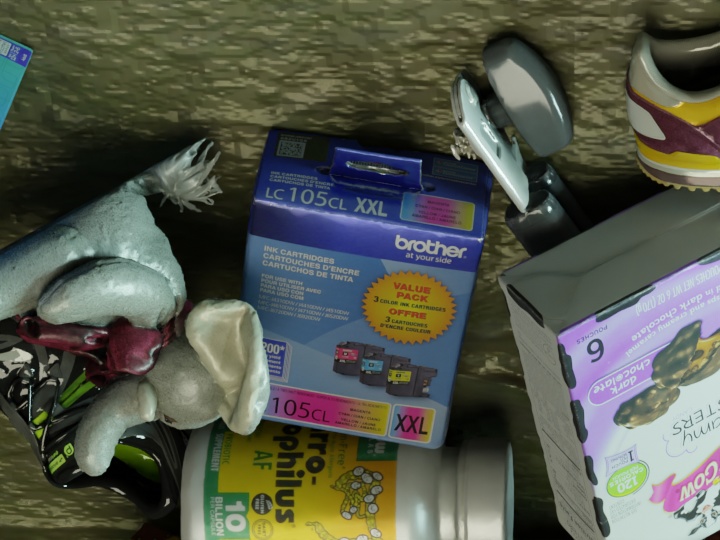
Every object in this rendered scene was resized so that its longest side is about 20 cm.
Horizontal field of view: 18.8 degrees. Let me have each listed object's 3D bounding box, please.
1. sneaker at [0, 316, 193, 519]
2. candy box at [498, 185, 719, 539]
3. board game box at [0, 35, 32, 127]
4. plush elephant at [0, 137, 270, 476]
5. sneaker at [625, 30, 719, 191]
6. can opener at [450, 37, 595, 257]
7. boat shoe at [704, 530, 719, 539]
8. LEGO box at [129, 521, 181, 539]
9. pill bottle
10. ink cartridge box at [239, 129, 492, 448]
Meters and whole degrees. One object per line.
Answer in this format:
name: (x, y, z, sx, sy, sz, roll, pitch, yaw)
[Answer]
sneaker: (-0.184, 0.087, 1.362, 0.199, 0.083, 0.071, 35, 125, -19)
candy box: (0.183, 0.058, 1.245, 0.167, 0.072, 0.201, -27, 128, -13)
board game box: (-0.248, -0.022, 1.206, 0.045, 0.200, 0.152, 24, 128, -11)
plush elephant: (-0.135, 0.039, 1.239, 0.200, 0.165, 0.155, -31, 97, -15)
sneaker: (0.241, -0.094, 1.159, 0.199, 0.075, 0.090, -5, 133, 11)
can opener: (0.111, -0.039, 1.236, 0.066, 0.053, 0.200, -21, 124, 22)
boat shoe: (0.288, 0.147, 1.326, 0.063, 0.071, 0.200, 53, 140, -9)
LEGO box: (-0.081, 0.277, 1.425, 0.199, 0.077, 0.149, 21, 124, 17)
pill bottle: (-0.005, 0.147, 1.366, 0.199, 0.113, 0.113, 0, 129, 9)
ink cartridge box: (0.000, 0.000, 1.271, 0.136, 0.076, 0.201, 9, 128, 1)
